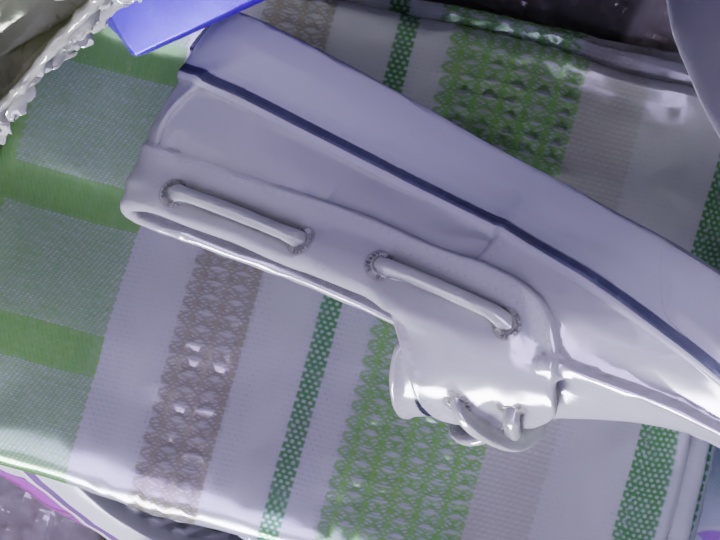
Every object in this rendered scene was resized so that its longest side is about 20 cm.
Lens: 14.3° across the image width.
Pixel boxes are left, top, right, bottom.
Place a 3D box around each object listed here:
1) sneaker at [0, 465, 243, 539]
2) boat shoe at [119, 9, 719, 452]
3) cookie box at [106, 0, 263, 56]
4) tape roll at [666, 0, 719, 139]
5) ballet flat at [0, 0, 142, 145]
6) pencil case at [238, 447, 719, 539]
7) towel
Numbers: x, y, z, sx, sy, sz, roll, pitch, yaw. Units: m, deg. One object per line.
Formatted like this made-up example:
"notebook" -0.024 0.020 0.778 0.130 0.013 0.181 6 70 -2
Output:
"sneaker" -0.123 0.022 0.822 0.200 0.073 0.114 39 144 -20
"boat shoe" 0.032 0.011 0.682 0.200 0.074 0.065 30 87 24
"cookie box" -0.010 -0.166 0.646 0.200 0.075 0.171 -21 118 26
"tape roll" 0.159 -0.028 0.598 0.200 0.200 0.066 37 120 -12
"ballet flat" -0.080 -0.068 0.649 0.072 0.072 0.200 33 130 -9
"pencil case" 0.065 0.074 0.785 0.199 0.091 0.083 16 127 4
"towel" 0.000 0.000 0.735 0.199 0.031 0.150 14 85 4
